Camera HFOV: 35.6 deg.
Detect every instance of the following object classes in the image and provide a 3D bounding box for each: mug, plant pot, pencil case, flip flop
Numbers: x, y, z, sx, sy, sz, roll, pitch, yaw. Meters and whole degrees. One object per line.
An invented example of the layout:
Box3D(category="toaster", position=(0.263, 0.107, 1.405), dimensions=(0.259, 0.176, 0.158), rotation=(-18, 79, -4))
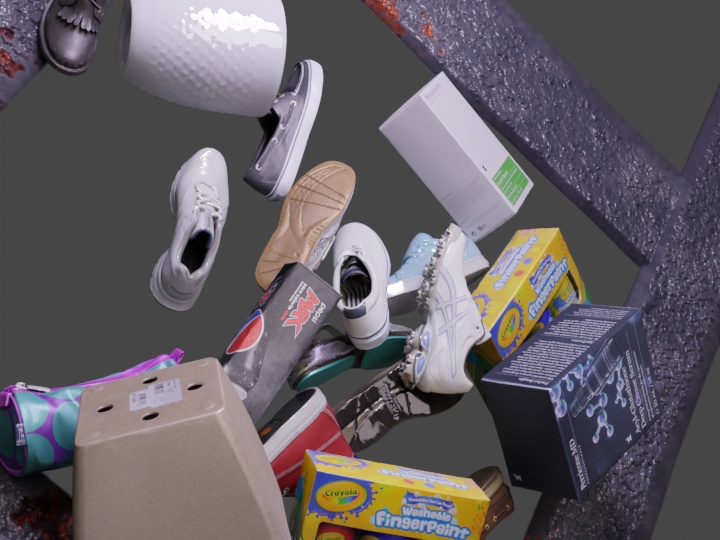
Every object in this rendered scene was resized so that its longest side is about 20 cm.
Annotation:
Box3D(category="mug", position=(-0.198, -0.281, 1.335), dimensions=(0.173, 0.149, 0.201), rotation=(4, 39, -23))
Box3D(category="plant pot", position=(-0.178, 0.198, 1.044), dimensions=(0.197, 0.200, 0.179), rotation=(-14, 108, -7))
Box3D(category="pencil case", position=(-0.270, 0.144, 1.148), dimensions=(0.198, 0.085, 0.094), rotation=(-11, 104, -35))
Box3D(category="flip flop", position=(0.040, 0.158, 1.360), dimensions=(0.198, 0.057, 0.082), rotation=(-28, 92, -21))

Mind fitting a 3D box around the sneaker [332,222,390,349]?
Box3D(category="sneaker", position=(0.000, 0.000, 1.336), dimensions=(0.072, 0.071, 0.201), rotation=(-16, 42, 3))

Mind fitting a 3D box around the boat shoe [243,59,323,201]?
Box3D(category="boat shoe", position=(-0.101, -0.184, 1.396), dimensions=(0.066, 0.070, 0.202), rotation=(24, 68, -23))

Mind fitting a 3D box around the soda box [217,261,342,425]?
Box3D(category="soda box", position=(-0.107, 0.089, 1.245), dimensions=(0.070, 0.063, 0.201), rotation=(37, 77, -14))

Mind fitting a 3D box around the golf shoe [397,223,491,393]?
Box3D(category="golf shoe", position=(0.111, 0.049, 1.330), dimensions=(0.096, 0.078, 0.203), rotation=(14, 82, -2))

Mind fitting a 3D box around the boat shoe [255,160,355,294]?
Box3D(category="boat shoe", position=(-0.067, -0.043, 1.361), dimensions=(0.070, 0.070, 0.201), rotation=(24, 64, 15))

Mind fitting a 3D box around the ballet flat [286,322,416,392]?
Box3D(category="ballet flat", position=(-0.012, 0.088, 1.347), dimensions=(0.198, 0.072, 0.073), rotation=(-13, 79, -36))

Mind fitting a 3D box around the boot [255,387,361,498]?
Box3D(category="boot", position=(-0.082, 0.246, 1.242), dimensions=(0.199, 0.072, 0.145), rotation=(-38, 105, -30))

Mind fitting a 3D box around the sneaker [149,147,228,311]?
Box3D(category="sneaker", position=(-0.181, -0.054, 1.280), dimensions=(0.074, 0.087, 0.203), rotation=(18, 62, -23))

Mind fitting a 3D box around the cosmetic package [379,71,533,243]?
Box3D(category="cosmetic package", position=(0.129, -0.151, 1.496), dimensions=(0.201, 0.085, 0.108), rotation=(50, 34, -8))

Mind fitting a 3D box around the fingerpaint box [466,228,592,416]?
Box3D(category="fingerpaint box", position=(0.217, 0.073, 1.445), dimensions=(0.200, 0.073, 0.168), rotation=(-49, 122, -35))

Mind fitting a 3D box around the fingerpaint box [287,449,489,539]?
Box3D(category="fingerpaint box", position=(0.021, 0.298, 1.210), dimensions=(0.197, 0.073, 0.169), rotation=(13, 97, -14))

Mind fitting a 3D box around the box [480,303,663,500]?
Box3D(category="box", position=(0.259, 0.152, 1.351), dimensions=(0.199, 0.106, 0.150), rotation=(-33, 114, -36))

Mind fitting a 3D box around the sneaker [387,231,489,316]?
Box3D(category="sneaker", position=(0.073, -0.001, 1.436), dimensions=(0.198, 0.074, 0.082), rotation=(-17, 67, -40))

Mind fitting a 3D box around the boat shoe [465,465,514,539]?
Box3D(category="boat shoe", position=(0.117, 0.319, 1.331), dimensions=(0.200, 0.072, 0.068), rotation=(-40, 100, -33))

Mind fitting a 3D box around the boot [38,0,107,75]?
Box3D(category="boot", position=(-0.298, -0.339, 1.260), dimensions=(0.068, 0.174, 0.203), rotation=(17, 64, -25))
